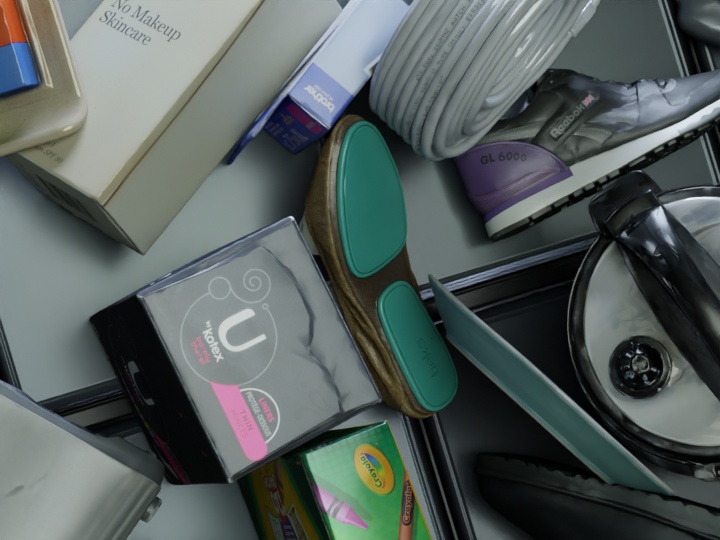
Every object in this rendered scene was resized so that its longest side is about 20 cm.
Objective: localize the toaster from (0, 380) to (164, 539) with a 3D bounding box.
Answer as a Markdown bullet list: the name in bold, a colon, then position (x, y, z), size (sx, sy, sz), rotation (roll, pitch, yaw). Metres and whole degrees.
- **toaster**: position (-0.224, 0.126, 1.670), size (0.200, 0.114, 0.129), rotation (31, 82, -10)

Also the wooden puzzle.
- **wooden puzzle**: position (-0.274, -0.154, 1.678), size (0.185, 0.046, 0.201), rotation (-16, 87, 14)

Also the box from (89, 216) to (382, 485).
- **box**: position (-0.078, 0.052, 1.664), size (0.106, 0.200, 0.122), rotation (-27, 91, -14)

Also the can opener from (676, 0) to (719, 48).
- **can opener**: position (0.187, -0.188, 1.822), size (0.199, 0.053, 0.067), rotation (9, 82, -11)

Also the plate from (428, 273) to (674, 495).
- **plate**: position (0.109, 0.077, 1.710), size (0.200, 0.200, 0.026), rotation (41, 91, -7)

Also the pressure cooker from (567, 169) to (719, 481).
- **pressure cooker**: position (0.214, 0.040, 1.714), size (0.175, 0.200, 0.179), rotation (12, 84, 10)

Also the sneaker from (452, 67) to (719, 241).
- **sneaker**: position (0.152, -0.101, 1.798), size (0.200, 0.076, 0.088), rotation (-27, 85, -14)

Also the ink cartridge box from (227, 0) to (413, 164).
- **ink cartridge box**: position (-0.003, -0.141, 1.739), size (0.042, 0.119, 0.200), rotation (41, 78, -5)

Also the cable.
- **cable**: position (0.084, -0.159, 1.699), size (0.069, 0.200, 0.200), rotation (38, 75, 8)

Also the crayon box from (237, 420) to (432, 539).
- **crayon box**: position (-0.012, 0.157, 1.670), size (0.058, 0.200, 0.119), rotation (-20, 90, -15)

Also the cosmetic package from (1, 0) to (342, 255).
- **cosmetic package**: position (-0.117, -0.120, 1.713), size (0.103, 0.073, 0.200), rotation (29, 76, 35)

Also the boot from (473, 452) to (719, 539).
- **boot**: position (0.149, 0.214, 1.764), size (0.200, 0.076, 0.169), rotation (16, 89, 0)

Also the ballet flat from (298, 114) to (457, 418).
- **ballet flat**: position (0.000, 0.000, 1.740), size (0.068, 0.072, 0.200), rotation (-38, 116, -38)
